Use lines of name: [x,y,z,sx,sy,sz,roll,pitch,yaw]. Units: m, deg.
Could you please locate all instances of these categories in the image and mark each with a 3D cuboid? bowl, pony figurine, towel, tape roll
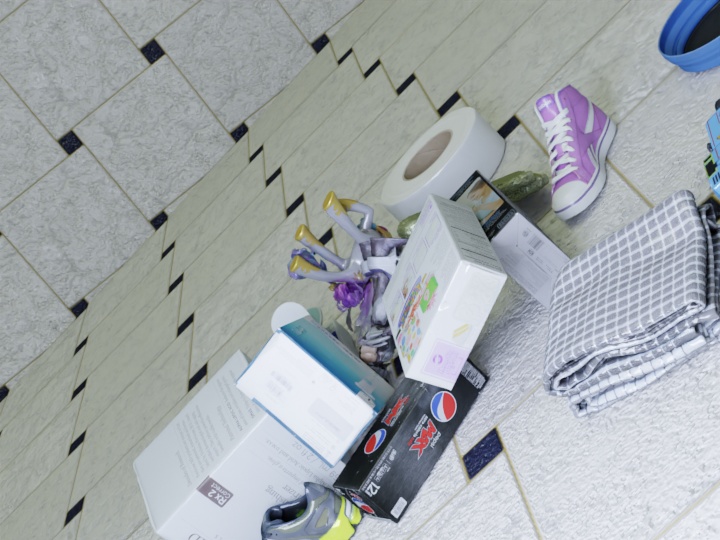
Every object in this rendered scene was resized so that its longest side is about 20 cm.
bowl: [0.459,-0.325,1.577,0.200,0.039,0.201,-42,19,18]
pony figurine: [0.000,0.000,1.776,0.194,0.199,0.167,-61,23,10]
towel: [0.145,-0.084,1.682,0.199,0.037,0.148,-23,3,-1]
tape roll: [0.124,-0.152,1.940,0.202,0.071,0.203,-41,20,19]
towel: [0.266,0.029,1.220,0.200,0.086,0.166,-35,23,34]

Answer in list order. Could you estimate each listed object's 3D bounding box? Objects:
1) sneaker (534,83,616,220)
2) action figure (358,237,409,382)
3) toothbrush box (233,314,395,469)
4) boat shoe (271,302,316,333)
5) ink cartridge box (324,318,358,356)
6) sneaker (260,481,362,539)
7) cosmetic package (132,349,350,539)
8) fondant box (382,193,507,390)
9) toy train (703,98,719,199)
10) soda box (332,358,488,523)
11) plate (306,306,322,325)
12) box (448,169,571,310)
sneaker: [0.250,-0.155,1.590,0.072,0.114,0.201,-31,26,37]
action figure: [0.028,0.059,1.625,0.130,0.069,0.201,42,-130,-87]
toothbrush box: [-0.047,0.134,1.476,0.085,0.146,0.200,-50,-3,7]
boat shoe: [-0.044,0.129,1.648,0.072,0.200,0.068,-40,-24,5]
ink cartridge box: [-0.046,0.143,1.773,0.099,0.039,0.200,-46,17,7]
sneaker: [-0.093,0.315,1.458,0.200,0.081,0.074,-45,18,8]
cosmetic package: [-0.140,0.242,1.544,0.200,0.165,0.165,-48,29,3]
fondant box: [0.088,0.019,1.409,0.200,0.058,0.145,-103,35,-66]
toy train: [0.395,-0.134,1.263,0.114,0.087,0.200,-45,18,27]
soda box: [0.057,0.180,1.421,0.200,0.063,0.071,-54,19,-20]
plate: [-0.100,0.144,1.795,0.201,0.025,0.200,-54,16,24]
box: [0.179,-0.040,1.513,0.060,0.117,0.200,-47,19,8]
